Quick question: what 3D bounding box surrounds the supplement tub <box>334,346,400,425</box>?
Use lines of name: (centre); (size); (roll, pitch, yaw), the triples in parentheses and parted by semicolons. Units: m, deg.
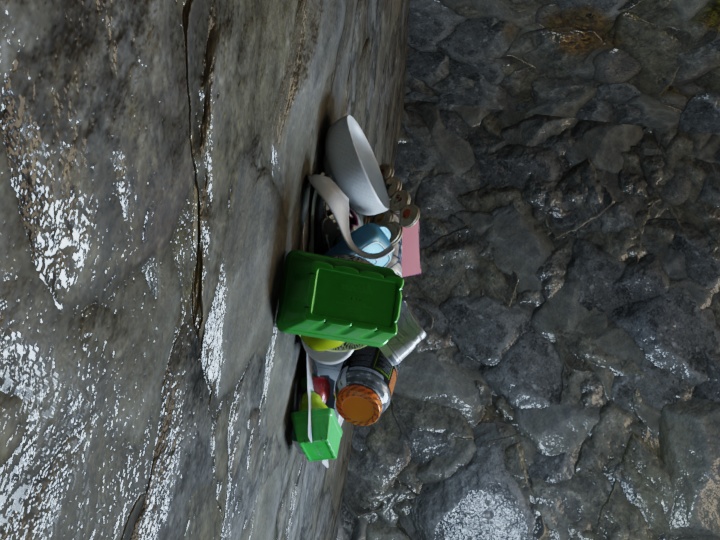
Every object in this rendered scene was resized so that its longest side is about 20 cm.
supplement tub: (0.016, 0.226, 1.590); (0.201, 0.121, 0.124); (-67, 164, -54)

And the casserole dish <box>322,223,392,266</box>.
casserole dish: (-0.017, -0.008, 1.433); (0.039, 0.199, 0.121); (57, 6, 37)

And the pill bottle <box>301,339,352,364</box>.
pill bottle: (-0.056, 0.124, 1.512); (0.200, 0.112, 0.116); (18, 80, -88)

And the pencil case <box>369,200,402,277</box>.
pencil case: (0.045, -0.062, 1.577); (0.078, 0.088, 0.202); (53, 32, -54)

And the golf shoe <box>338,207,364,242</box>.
golf shoe: (-0.030, -0.115, 1.521); (0.092, 0.075, 0.201); (65, 2, -49)

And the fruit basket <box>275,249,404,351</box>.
fruit basket: (-0.043, 0.059, 1.241); (0.216, 0.212, 0.158); (60, 39, -82)

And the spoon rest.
spoon rest: (-0.027, -0.091, 1.320); (0.061, 0.200, 0.099); (-44, -179, 4)

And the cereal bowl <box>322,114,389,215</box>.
cereal bowl: (-0.018, -0.199, 1.472); (0.200, 0.082, 0.202); (-21, 90, -77)

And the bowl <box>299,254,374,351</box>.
bowl: (-0.033, 0.041, 1.355); (0.095, 0.198, 0.203); (-103, -166, -55)

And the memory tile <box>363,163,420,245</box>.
memory tile: (0.038, -0.122, 1.546); (0.153, 0.017, 0.201); (-45, -137, 17)

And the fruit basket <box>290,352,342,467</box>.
fruit basket: (-0.097, 0.279, 1.526); (0.186, 0.092, 0.202); (76, 2, -56)

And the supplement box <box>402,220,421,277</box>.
supplement box: (0.042, -0.057, 1.774); (0.102, 0.199, 0.133); (-10, 101, -38)

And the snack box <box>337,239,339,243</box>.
snack box: (-0.045, 0.017, 1.696); (0.117, 0.037, 0.202); (92, -6, -49)

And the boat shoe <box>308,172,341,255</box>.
boat shoe: (-0.062, -0.091, 1.425); (0.072, 0.067, 0.202); (-70, 165, -62)

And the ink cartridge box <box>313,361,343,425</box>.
ink cartridge box: (-0.070, 0.258, 1.733); (0.146, 0.082, 0.203); (-46, 143, -82)

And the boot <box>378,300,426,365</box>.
boot: (0.049, 0.091, 1.435); (0.200, 0.095, 0.074); (50, -3, 42)
